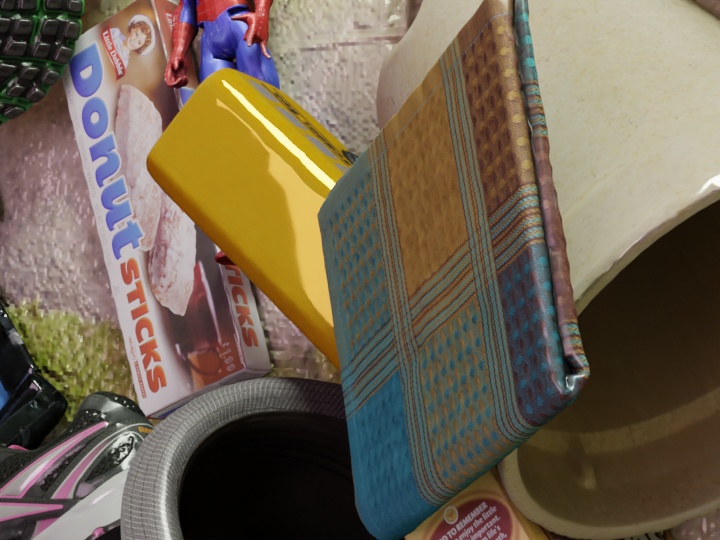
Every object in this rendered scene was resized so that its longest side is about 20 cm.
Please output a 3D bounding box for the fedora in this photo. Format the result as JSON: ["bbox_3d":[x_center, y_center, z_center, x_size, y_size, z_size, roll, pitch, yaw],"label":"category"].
[{"bbox_3d":[-0.027,0.138,0.901,0.090,0.199,0.178,-47,63,37],"label":"fedora"}]

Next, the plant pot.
[{"bbox_3d":[0.101,-0.031,0.834,0.201,0.200,0.184,-49,50,21],"label":"plant pot"}]

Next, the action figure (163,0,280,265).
[{"bbox_3d":[-0.062,-0.107,1.032,0.065,0.051,0.202,-23,70,36],"label":"action figure"}]

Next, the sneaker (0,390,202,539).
[{"bbox_3d":[-0.160,0.129,0.987,0.199,0.080,0.087,-32,55,16],"label":"sneaker"}]

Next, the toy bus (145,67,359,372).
[{"bbox_3d":[0.000,0.000,0.930,0.200,0.078,0.065,45,101,23],"label":"toy bus"}]

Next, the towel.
[{"bbox_3d":[0.030,0.007,0.768,0.200,0.021,0.148,132,133,-63],"label":"towel"}]

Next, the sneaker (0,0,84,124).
[{"bbox_3d":[-0.169,-0.163,1.098,0.201,0.078,0.085,-62,15,2],"label":"sneaker"}]

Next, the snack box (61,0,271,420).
[{"bbox_3d":[-0.100,-0.032,1.062,0.072,0.024,0.202,-26,71,33],"label":"snack box"}]

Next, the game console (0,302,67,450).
[{"bbox_3d":[-0.257,0.109,1.108,0.116,0.176,0.200,41,111,1],"label":"game console"}]

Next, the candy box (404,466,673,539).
[{"bbox_3d":[0.100,0.154,0.845,0.056,0.116,0.201,-43,63,24],"label":"candy box"}]
